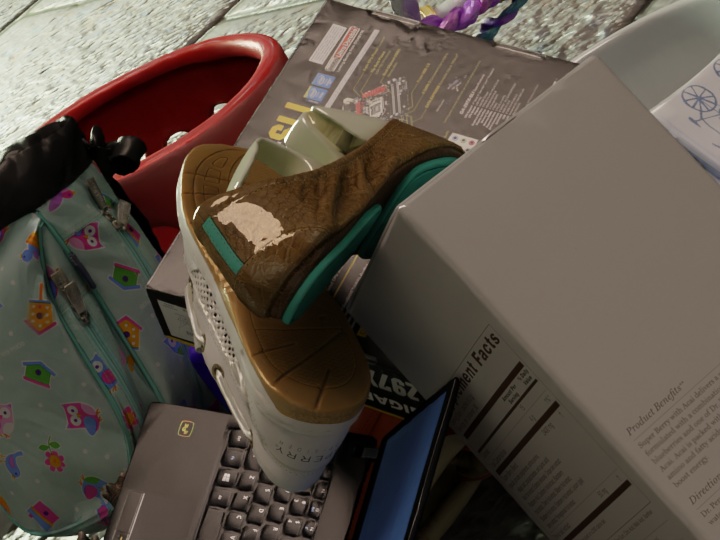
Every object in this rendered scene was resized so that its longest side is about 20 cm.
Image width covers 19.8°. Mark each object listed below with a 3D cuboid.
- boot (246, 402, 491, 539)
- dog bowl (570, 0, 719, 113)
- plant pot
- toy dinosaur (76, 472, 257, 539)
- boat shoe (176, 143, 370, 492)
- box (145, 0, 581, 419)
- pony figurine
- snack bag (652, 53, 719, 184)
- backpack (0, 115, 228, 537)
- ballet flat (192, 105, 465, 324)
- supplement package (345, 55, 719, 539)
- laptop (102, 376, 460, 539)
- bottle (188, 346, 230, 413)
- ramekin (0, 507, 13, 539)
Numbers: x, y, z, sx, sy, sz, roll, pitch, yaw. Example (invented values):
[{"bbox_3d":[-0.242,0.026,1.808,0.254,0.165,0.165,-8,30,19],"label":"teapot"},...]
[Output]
[{"bbox_3d":[0.044,0.057,1.024,0.107,0.075,0.200,23,65,37],"label":"boot"},{"bbox_3d":[0.162,-0.076,1.179,0.200,0.079,0.200,-32,15,10],"label":"dog bowl"},{"bbox_3d":[-0.101,-0.018,1.247,0.200,0.183,0.201,-21,24,10],"label":"plant pot"},{"bbox_3d":[-0.104,0.167,1.007,0.200,0.077,0.102,-38,42,-7],"label":"toy dinosaur"},{"bbox_3d":[-0.050,0.018,0.931,0.071,0.069,0.200,6,36,-19],"label":"boat shoe"},{"bbox_3d":[0.011,-0.034,1.024,0.159,0.049,0.200,16,60,24],"label":"box"},{"bbox_3d":[0.035,-0.154,1.455,0.200,0.167,0.193,-36,13,18],"label":"pony figurine"},{"bbox_3d":[0.213,-0.024,1.005,0.188,0.021,0.200,36,56,21],"label":"snack bag"},{"bbox_3d":[-0.161,0.039,1.094,0.167,0.200,0.127,-27,7,41],"label":"backpack"},{"bbox_3d":[-0.015,-0.035,0.900,0.068,0.072,0.200,-55,-10,30],"label":"ballet flat"},{"bbox_3d":[0.110,0.035,0.875,0.121,0.200,0.120,-37,-11,-23],"label":"supplement package"},{"bbox_3d":[-0.055,0.134,0.911,0.200,0.103,0.178,7,66,26],"label":"laptop"},{"bbox_3d":[0.000,0.000,1.086,0.200,0.084,0.065,-48,27,-22],"label":"bottle"},{"bbox_3d":[-0.272,0.134,1.166,0.200,0.098,0.201,-43,16,15],"label":"ramekin"}]
